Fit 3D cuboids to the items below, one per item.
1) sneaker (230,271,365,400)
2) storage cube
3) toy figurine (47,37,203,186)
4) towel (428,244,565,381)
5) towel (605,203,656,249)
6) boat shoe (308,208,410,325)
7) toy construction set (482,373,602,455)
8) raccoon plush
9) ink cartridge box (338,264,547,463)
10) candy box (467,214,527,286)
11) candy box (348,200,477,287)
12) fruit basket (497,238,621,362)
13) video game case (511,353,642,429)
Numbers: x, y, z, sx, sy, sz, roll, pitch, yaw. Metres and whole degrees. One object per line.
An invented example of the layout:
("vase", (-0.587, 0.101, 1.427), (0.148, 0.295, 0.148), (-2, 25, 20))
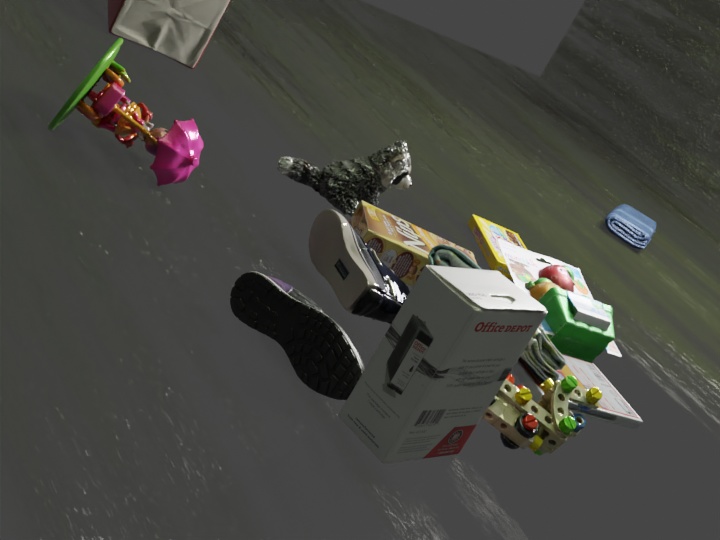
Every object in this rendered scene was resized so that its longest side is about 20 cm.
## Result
("sneaker", (-0.051, 0.068, 1.331), (0.200, 0.076, 0.087), (42, 16, 29))
("storage cube", (-0.339, -0.496, 2.112), (0.170, 0.200, 0.180), (22, 28, -25))
("toy figurine", (-0.297, -0.189, 1.575), (0.184, 0.150, 0.200), (39, -8, -15))
("towel", (0.186, 0.059, 1.601), (0.200, 0.048, 0.171), (46, -1, 32))
("towel", (0.624, -0.101, 2.742), (0.111, 0.049, 0.200), (35, 21, 11))
("boat shoe", (0.000, 0.000, 1.585), (0.092, 0.075, 0.200), (24, 27, -36))
("toy construction set", (0.187, 0.148, 1.435), (0.199, 0.092, 0.131), (28, 46, 9))
("raccoon plush", (-0.014, -0.166, 1.852), (0.199, 0.134, 0.097), (21, 22, -24))
("ink cartridge box", (0.088, 0.098, 1.261), (0.083, 0.201, 0.146), (42, 22, 33))
("candy box", (0.255, -0.032, 2.078), (0.102, 0.027, 0.200), (20, 21, -18))
("candy box", (0.080, -0.022, 1.758), (0.199, 0.055, 0.116), (25, 20, -16))
("fruit basket", (0.314, 0.039, 1.851), (0.184, 0.094, 0.201), (19, 42, -30))
("video game case", (0.293, 0.159, 1.682), (0.199, 0.018, 0.143), (18, 23, -33))
